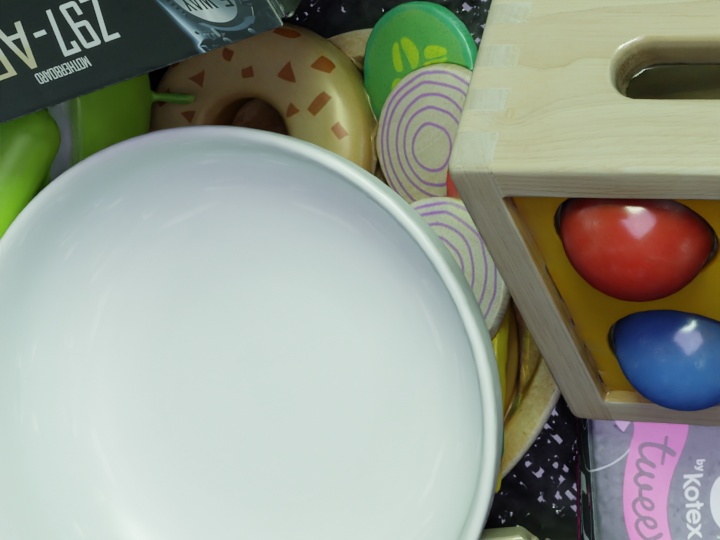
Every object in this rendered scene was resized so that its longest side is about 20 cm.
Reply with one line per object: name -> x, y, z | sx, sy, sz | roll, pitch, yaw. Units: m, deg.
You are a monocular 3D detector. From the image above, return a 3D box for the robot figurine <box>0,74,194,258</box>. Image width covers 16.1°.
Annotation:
robot figurine -> -0.168, -0.060, 0.953 | 0.199, 0.175, 0.116 | -10, 113, -24

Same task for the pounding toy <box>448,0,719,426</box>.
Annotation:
pounding toy -> 0.142, -0.018, 0.792 | 0.199, 0.184, 0.143 | 2, 59, 24

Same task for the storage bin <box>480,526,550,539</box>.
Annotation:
storage bin -> -0.018, 0.204, 0.978 | 0.198, 0.094, 0.200 | -5, 90, 5

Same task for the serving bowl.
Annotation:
serving bowl -> -0.040, 0.047, 0.896 | 0.199, 0.066, 0.202 | 3, 99, 18

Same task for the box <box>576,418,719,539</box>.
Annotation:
box -> 0.149, 0.120, 0.952 | 0.131, 0.115, 0.202 | -4, 90, 4

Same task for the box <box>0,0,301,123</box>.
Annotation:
box -> -0.068, -0.132, 0.870 | 0.159, 0.200, 0.044 | -16, 120, 30

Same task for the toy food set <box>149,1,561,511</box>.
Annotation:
toy food set -> 0.000, 0.000, 0.958 | 0.197, 0.049, 0.202 | 0, 84, 34
